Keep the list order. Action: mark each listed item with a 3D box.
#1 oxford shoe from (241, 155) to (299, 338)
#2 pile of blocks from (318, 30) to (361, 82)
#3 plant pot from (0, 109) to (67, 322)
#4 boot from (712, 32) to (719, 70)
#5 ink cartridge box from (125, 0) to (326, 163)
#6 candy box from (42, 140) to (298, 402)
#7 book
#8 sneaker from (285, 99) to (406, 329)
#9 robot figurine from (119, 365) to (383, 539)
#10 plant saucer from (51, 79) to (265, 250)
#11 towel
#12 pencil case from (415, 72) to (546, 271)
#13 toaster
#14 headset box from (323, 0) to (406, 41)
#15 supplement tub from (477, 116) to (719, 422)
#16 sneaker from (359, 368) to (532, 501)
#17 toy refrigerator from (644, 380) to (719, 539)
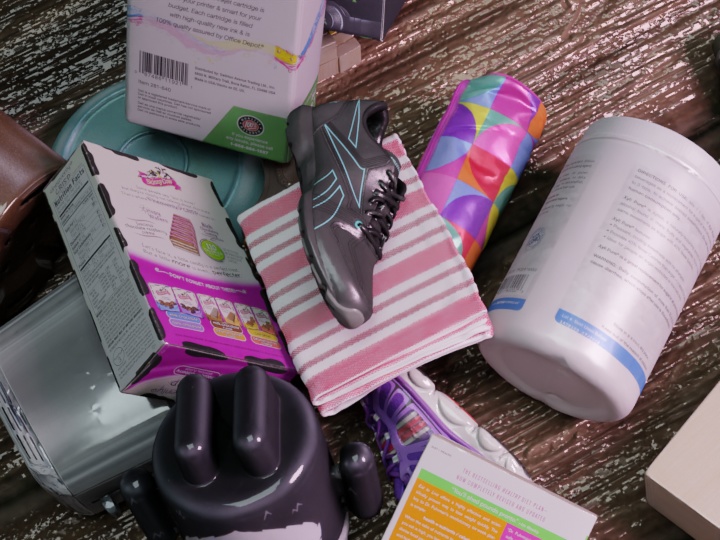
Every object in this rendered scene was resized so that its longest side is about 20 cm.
[{"bbox_3d":[-0.058,-0.008,1.284,0.072,0.071,0.201,-3,58,15],"label":"oxford shoe"},{"bbox_3d":[-0.097,-0.217,1.371,0.198,0.062,0.083,6,61,5],"label":"pile of blocks"},{"bbox_3d":[-0.342,-0.065,1.273,0.197,0.200,0.201,32,73,12],"label":"plant pot"},{"bbox_3d":[0.381,-0.118,1.276,0.181,0.073,0.201,-19,58,13],"label":"boot"},{"bbox_3d":[-0.105,-0.203,1.264,0.144,0.201,0.084,15,39,9],"label":"ink cartridge box"},{"bbox_3d":[-0.143,0.006,1.196,0.061,0.136,0.201,-44,53,26],"label":"candy box"},{"bbox_3d":[0.068,0.236,1.137,0.133,0.048,0.201,26,89,10],"label":"book"},{"bbox_3d":[-0.006,-0.051,1.174,0.079,0.076,0.201,-14,56,7],"label":"sneaker"},{"bbox_3d":[-0.076,0.155,1.135,0.150,0.201,0.125,25,60,30],"label":"robot figurine"},{"bbox_3d":[-0.174,-0.085,1.347,0.198,0.027,0.202,-3,67,6],"label":"plant saucer"},{"bbox_3d":[0.000,0.000,1.203,0.145,0.030,0.201,-26,55,1],"label":"towel"},{"bbox_3d":[0.076,-0.063,1.276,0.088,0.089,0.201,22,68,15],"label":"pencil case"},{"bbox_3d":[-0.208,0.089,1.228,0.129,0.114,0.201,-31,68,-5],"label":"toaster"},{"bbox_3d":[-0.036,-0.286,1.346,0.198,0.093,0.175,11,38,11],"label":"headset box"},{"bbox_3d":[0.185,0.000,1.213,0.131,0.132,0.201,26,72,16],"label":"supplement tub"},{"bbox_3d":[0.036,0.124,1.206,0.200,0.081,0.083,40,82,20],"label":"sneaker"},{"bbox_3d":[0.302,0.110,1.187,0.076,0.070,0.200,35,74,26],"label":"toy refrigerator"}]
